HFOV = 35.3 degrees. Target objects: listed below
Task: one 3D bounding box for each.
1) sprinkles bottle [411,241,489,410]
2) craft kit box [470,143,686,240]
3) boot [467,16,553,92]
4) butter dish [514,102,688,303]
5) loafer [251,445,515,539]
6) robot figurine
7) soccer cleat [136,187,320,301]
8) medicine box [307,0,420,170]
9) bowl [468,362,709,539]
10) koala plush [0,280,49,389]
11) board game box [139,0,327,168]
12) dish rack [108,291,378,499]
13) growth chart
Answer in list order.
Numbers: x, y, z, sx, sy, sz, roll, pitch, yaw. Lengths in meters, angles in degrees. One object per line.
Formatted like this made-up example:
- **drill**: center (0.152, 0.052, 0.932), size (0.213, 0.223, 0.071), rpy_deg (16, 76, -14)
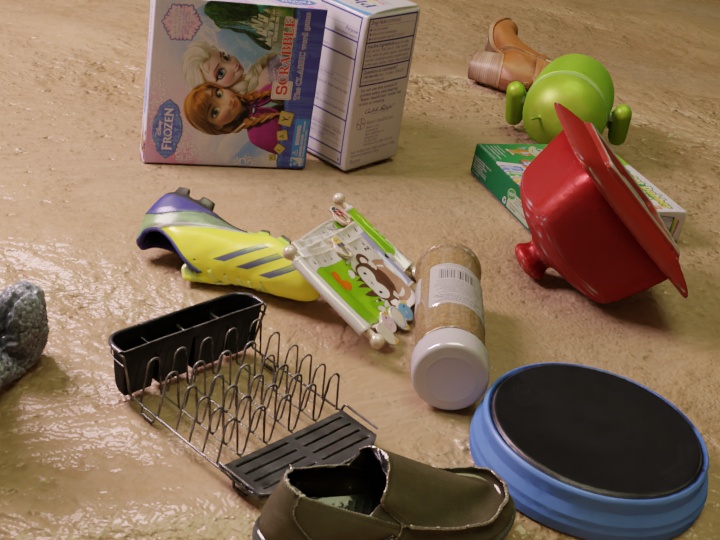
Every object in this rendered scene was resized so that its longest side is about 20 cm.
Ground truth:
- **sprinkles bottle**: center (0.082, 0.045, 1.039), size (0.067, 0.069, 0.200), rpy_deg (10, 28, -1)
- **craft kit box**: center (0.265, -0.098, 1.398), size (0.196, 0.049, 0.200), rpy_deg (1, 30, -24)
- **boot**: center (0.268, -0.337, 1.800), size (0.154, 0.077, 0.200), rpy_deg (16, 31, 13)
- **butter dish**: center (0.229, -0.046, 1.194), size (0.200, 0.147, 0.200), rpy_deg (46, 18, -20)
- **loafer**: center (0.024, 0.165, 0.795), size (0.198, 0.070, 0.075), rpy_deg (-3, 31, -24)
- **robot figurine**: center (0.290, -0.230, 1.570), size (0.174, 0.117, 0.200), rpy_deg (15, 28, 12)
- **soccer cleat**: center (-0.127, -0.008, 1.095), size (0.199, 0.065, 0.084), rpy_deg (27, 63, 18)
- **medicine box**: center (-0.036, -0.256, 1.413), size (0.181, 0.202, 0.102), rpy_deg (31, 34, 34)
- **bowl**: center (0.190, 0.142, 0.929), size (0.198, 0.040, 0.201), rpy_deg (9, 28, -5)
- **koala plush**: center (-0.335, 0.002, 0.834), size (0.175, 0.202, 0.184), rpy_deg (11, 28, 1)
- **board game box**: center (-0.149, -0.219, 1.310), size (0.197, 0.202, 0.041), rpy_deg (0, 30, -17)
- **dish rack**: center (-0.088, 0.098, 0.898), size (0.199, 0.055, 0.153), rpy_deg (32, 35, 34)
- **growth chart**: center (0.000, 0.000, 1.094), size (0.144, 0.018, 0.200), rpy_deg (41, 25, 0)
